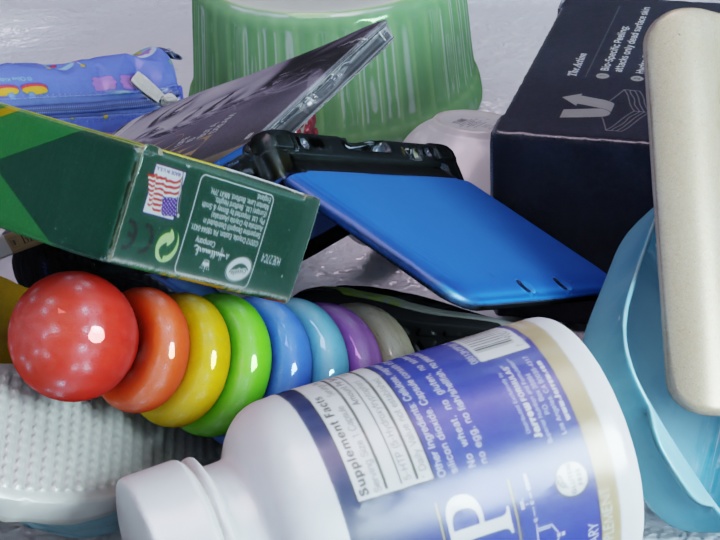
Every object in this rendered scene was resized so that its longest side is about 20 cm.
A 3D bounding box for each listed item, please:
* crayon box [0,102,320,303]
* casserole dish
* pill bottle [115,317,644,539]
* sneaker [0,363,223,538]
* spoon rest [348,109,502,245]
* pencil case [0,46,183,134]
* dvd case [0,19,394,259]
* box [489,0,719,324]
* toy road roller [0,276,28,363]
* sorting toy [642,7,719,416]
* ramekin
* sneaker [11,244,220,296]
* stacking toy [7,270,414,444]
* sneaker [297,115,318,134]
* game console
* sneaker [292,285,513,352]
[{"bbox_3d":[-0.134,-0.041,0.874,0.199,0.051,0.127,18,2,34],"label":"crayon box"},{"bbox_3d":[0.150,0.045,0.956,0.039,0.121,0.200,-27,18,28],"label":"casserole dish"},{"bbox_3d":[0.006,0.101,0.852,0.199,0.120,0.120,-16,31,-16],"label":"pill bottle"},{"bbox_3d":[-0.136,0.092,0.892,0.200,0.082,0.074,7,46,-54],"label":"sneaker"},{"bbox_3d":[0.044,-0.053,1.209,0.099,0.061,0.200,14,20,28],"label":"spoon rest"},{"bbox_3d":[-0.195,-0.095,1.225,0.199,0.078,0.087,-6,-5,-40],"label":"pencil case"},{"bbox_3d":[-0.092,-0.069,1.070,0.200,0.016,0.149,-18,19,37],"label":"dvd case"},{"bbox_3d":[0.189,-0.061,1.125,0.199,0.118,0.197,6,31,16],"label":"box"},{"bbox_3d":[-0.217,0.054,0.964,0.146,0.123,0.201,25,44,-27],"label":"toy road roller"},{"bbox_3d":[0.222,-0.021,0.942,0.199,0.186,0.036,6,-14,-32],"label":"sorting toy"},{"bbox_3d":[-0.019,-0.157,1.346,0.199,0.098,0.200,-3,29,2],"label":"ramekin"},{"bbox_3d":[-0.101,0.012,1.087,0.078,0.066,0.200,-23,34,-37],"label":"sneaker"},{"bbox_3d":[-0.067,0.043,0.891,0.200,0.086,0.085,13,10,-45],"label":"stacking toy"},{"bbox_3d":[-0.067,-0.068,1.181,0.074,0.081,0.200,-6,10,12],"label":"sneaker"},{"bbox_3d":[0.000,0.000,0.984,0.170,0.119,0.200,-30,-13,25],"label":"game console"},{"bbox_3d":[0.052,0.043,1.002,0.199,0.072,0.083,20,19,23],"label":"sneaker"}]
